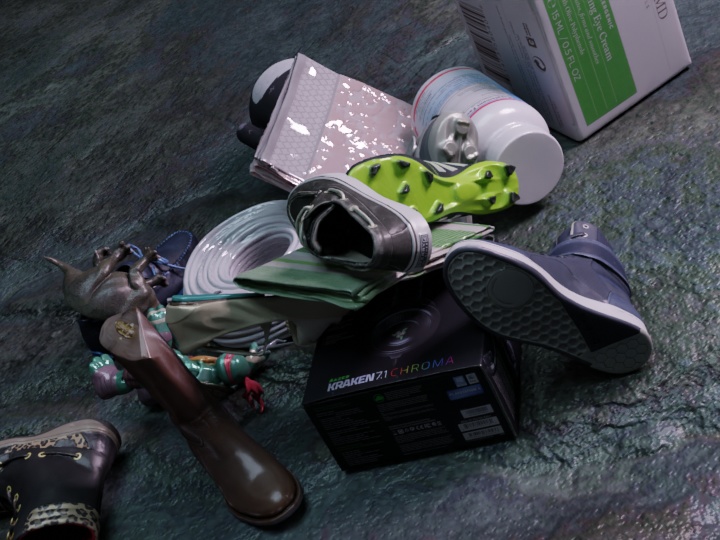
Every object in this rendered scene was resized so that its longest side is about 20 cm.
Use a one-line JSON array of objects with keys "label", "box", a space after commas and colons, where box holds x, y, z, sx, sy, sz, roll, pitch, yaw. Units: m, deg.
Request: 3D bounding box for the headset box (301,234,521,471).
[{"label": "headset box", "box": [0.056, 0.070, 1.184, 0.174, 0.093, 0.200, -14, 34, 21]}]

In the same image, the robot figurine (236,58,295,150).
[{"label": "robot figurine", "box": [-0.066, -0.195, 1.612, 0.150, 0.125, 0.200, -55, 35, 2]}]

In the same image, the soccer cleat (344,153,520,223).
[{"label": "soccer cleat", "box": [0.061, -0.074, 1.210, 0.199, 0.068, 0.081, -3, -3, -34]}]

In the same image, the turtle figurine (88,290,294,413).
[{"label": "turtle figurine", "box": [-0.172, 0.096, 1.296, 0.200, 0.150, 0.101, -16, 52, 32]}]

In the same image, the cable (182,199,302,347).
[{"label": "cable", "box": [-0.102, -0.001, 1.419, 0.199, 0.069, 0.200, -16, 35, 19]}]

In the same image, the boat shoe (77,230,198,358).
[{"label": "boat shoe", "box": [-0.257, 0.016, 1.513, 0.084, 0.069, 0.200, -2, 41, 35]}]

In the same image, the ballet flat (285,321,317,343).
[{"label": "ballet flat", "box": [0.000, 0.000, 1.314, 0.070, 0.065, 0.200, 23, 46, 33]}]

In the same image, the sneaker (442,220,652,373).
[{"label": "sneaker", "box": [0.158, 0.001, 1.133, 0.077, 0.202, 0.146, -53, 20, 30]}]

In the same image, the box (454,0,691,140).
[{"label": "box", "box": [0.232, -0.293, 1.449, 0.171, 0.199, 0.200, -35, 35, -11]}]

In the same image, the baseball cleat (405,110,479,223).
[{"label": "baseball cleat", "box": [0.078, -0.065, 1.332, 0.106, 0.070, 0.201, -176, 101, -70]}]

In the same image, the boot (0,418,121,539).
[{"label": "boot", "box": [-0.336, 0.237, 1.273, 0.199, 0.073, 0.151, -18, 34, 6]}]

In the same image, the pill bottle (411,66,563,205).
[{"label": "pill bottle", "box": [0.140, -0.147, 1.402, 0.109, 0.109, 0.200, -32, 33, -5]}]

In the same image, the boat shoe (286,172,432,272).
[{"label": "boat shoe", "box": [-0.020, -0.042, 1.097, 0.064, 0.071, 0.200, -6, 14, -32]}]

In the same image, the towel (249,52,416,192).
[{"label": "towel", "box": [-0.014, -0.146, 1.461, 0.032, 0.191, 0.200, 125, 166, -48]}]

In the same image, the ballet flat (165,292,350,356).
[{"label": "ballet flat", "box": [-0.078, 0.043, 1.170, 0.199, 0.070, 0.070, -8, 33, -5]}]

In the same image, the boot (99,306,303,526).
[{"label": "boot", "box": [-0.149, 0.128, 1.157, 0.064, 0.200, 0.186, -42, 35, -18]}]

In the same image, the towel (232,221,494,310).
[{"label": "towel", "box": [0.008, -0.010, 1.155, 0.152, 0.023, 0.200, 8, 23, 41]}]

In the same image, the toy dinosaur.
[{"label": "toy dinosaur", "box": [-0.281, 0.022, 1.429, 0.200, 0.077, 0.102, 25, 56, 9]}]
